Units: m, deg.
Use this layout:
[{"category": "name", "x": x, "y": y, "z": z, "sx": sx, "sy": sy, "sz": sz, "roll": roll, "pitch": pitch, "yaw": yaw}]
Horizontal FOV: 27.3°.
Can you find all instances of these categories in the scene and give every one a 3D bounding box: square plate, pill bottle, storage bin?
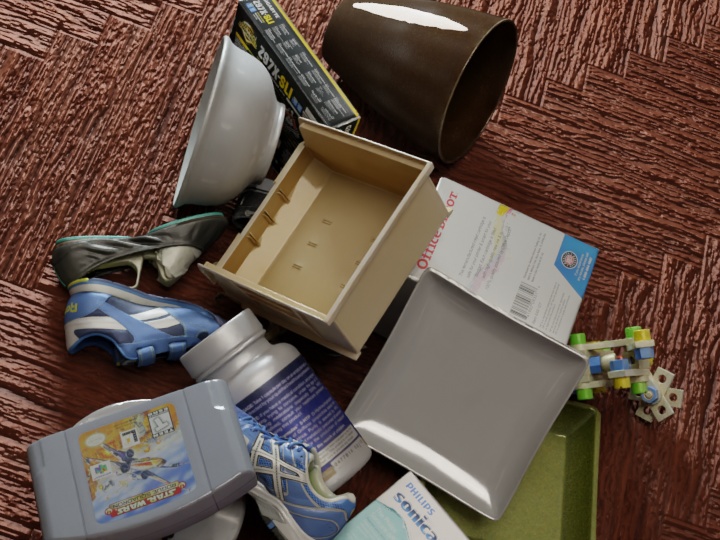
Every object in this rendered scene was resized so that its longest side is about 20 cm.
[{"category": "square plate", "x": 0.108, "y": 0.130, "z": 1.566, "sx": 0.198, "sy": 0.028, "sz": 0.200, "roll": 30, "pitch": 95, "yaw": 5}, {"category": "pill bottle", "x": -0.092, "y": 0.145, "z": 1.529, "sx": 0.120, "sy": 0.120, "sz": 0.200, "roll": -37, "pitch": 91, "yaw": -30}, {"category": "storage bin", "x": -0.039, "y": -0.039, "z": 1.567, "sx": 0.198, "sy": 0.094, "sz": 0.200, "roll": 23, "pitch": 72, "yaw": 34}]

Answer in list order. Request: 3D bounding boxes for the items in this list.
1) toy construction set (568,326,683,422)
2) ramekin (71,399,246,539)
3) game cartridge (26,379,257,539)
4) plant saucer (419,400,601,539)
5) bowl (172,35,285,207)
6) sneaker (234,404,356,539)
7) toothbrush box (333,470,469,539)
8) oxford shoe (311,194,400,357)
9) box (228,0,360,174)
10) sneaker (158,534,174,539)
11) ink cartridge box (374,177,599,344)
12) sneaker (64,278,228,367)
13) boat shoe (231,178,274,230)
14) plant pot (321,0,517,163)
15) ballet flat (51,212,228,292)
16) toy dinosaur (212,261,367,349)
[{"category": "toy construction set", "x": 0.288, "y": 0.111, "z": 1.662, "sx": 0.131, "sy": 0.200, "sz": 0.092, "roll": -11, "pitch": 68, "yaw": 23}, {"category": "ramekin", "x": -0.219, "y": 0.238, "z": 1.479, "sx": 0.202, "sy": 0.094, "sz": 0.203, "roll": 7, "pitch": 59, "yaw": -12}, {"category": "game cartridge", "x": -0.201, "y": 0.185, "z": 1.362, "sx": 0.199, "sy": 0.042, "sz": 0.133, "roll": -19, "pitch": 45, "yaw": -5}, {"category": "plant saucer", "x": 0.158, "y": 0.226, "z": 1.620, "sx": 0.199, "sy": 0.048, "sz": 0.200, "roll": 13, "pitch": 58, "yaw": -8}, {"category": "bowl", "x": -0.141, "y": -0.155, "z": 1.669, "sx": 0.090, "sy": 0.201, "sz": 0.202, "roll": 16, "pitch": 57, "yaw": -11}, {"category": "sneaker", "x": -0.085, "y": 0.183, "z": 1.439, "sx": 0.077, "sy": 0.076, "sz": 0.200, "roll": -43, "pitch": 86, "yaw": 10}, {"category": "toothbrush box", "x": 0.020, "y": 0.322, "z": 1.475, "sx": 0.200, "sy": 0.085, "sz": 0.146, "roll": -39, "pitch": 76, "yaw": -13}, {"category": "oxford shoe", "x": 0.000, "y": 0.000, "z": 1.629, "sx": 0.072, "sy": 0.084, "sz": 0.201, "roll": 24, "pitch": 79, "yaw": -7}, {"category": "box", "x": -0.088, "y": -0.199, "z": 1.731, "sx": 0.049, "sy": 0.160, "sz": 0.200, "roll": -24, "pitch": 68, "yaw": -29}, {"category": "sneaker", "x": -0.225, "y": 0.240, "z": 1.392, "sx": 0.090, "sy": 0.079, "sz": 0.200, "roll": 18, "pitch": 54, "yaw": 19}, {"category": "ink cartridge box", "x": 0.137, "y": 0.023, "z": 1.674, "sx": 0.200, "sy": 0.145, "sz": 0.147, "roll": 26, "pitch": 57, "yaw": 0}, {"category": "sneaker", "x": -0.223, "y": 0.072, "z": 1.592, "sx": 0.199, "sy": 0.074, "sz": 0.082, "roll": 14, "pitch": 66, "yaw": -6}, {"category": "boat shoe", "x": -0.049, "y": -0.044, "z": 1.703, "sx": 0.199, "sy": 0.074, "sz": 0.068, "roll": 22, "pitch": 56, "yaw": -1}, {"category": "plant pot", "x": 0.060, "y": -0.256, "z": 1.813, "sx": 0.200, "sy": 0.187, "sz": 0.187, "roll": 27, "pitch": 56, "yaw": 19}, {"category": "ballet flat", "x": -0.239, "y": -0.012, "z": 1.642, "sx": 0.199, "sy": 0.068, "sz": 0.069, "roll": -11, "pitch": 74, "yaw": -10}, {"category": "toy dinosaur", "x": -0.089, "y": 0.050, "z": 1.648, "sx": 0.200, "sy": 0.058, "sz": 0.101, "roll": 31, "pitch": 56, "yaw": 4}]
